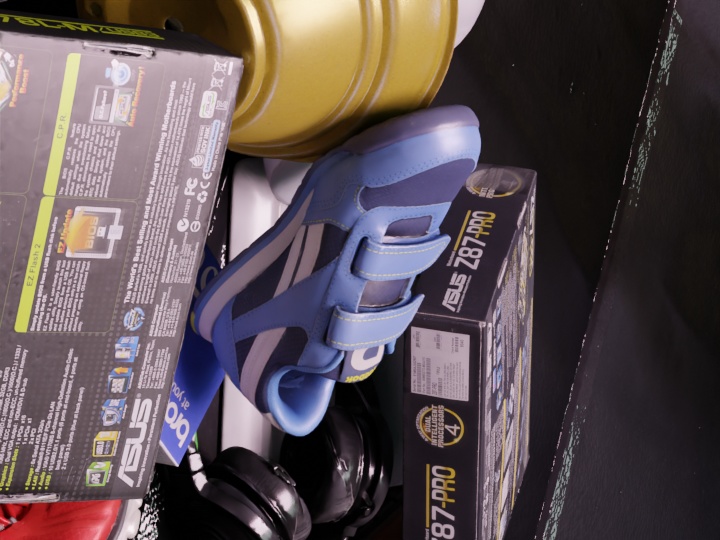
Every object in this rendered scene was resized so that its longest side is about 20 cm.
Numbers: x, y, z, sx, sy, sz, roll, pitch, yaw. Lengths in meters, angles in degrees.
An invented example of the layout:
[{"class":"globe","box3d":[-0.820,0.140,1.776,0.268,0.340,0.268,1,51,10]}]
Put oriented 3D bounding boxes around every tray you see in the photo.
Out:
[{"class":"tray","box3d":[-0.039,0.038,1.221,0.107,0.022,0.202,-9,103,-59]}]

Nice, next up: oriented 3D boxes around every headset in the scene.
[{"class":"headset","box3d":[-0.028,0.116,1.153,0.123,0.094,0.202,-23,101,-33]}]

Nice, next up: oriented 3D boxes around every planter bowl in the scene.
[{"class":"planter bowl","box3d":[-0.063,-0.120,0.961,0.083,0.199,0.202,-46,134,-48]}]

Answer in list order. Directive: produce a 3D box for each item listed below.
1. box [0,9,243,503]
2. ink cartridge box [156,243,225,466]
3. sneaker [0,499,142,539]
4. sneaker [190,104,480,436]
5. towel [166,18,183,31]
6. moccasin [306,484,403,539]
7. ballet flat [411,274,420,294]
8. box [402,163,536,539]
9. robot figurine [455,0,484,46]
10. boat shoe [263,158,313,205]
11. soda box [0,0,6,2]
[{"class":"box","box3d":[-0.153,-0.003,0.875,0.192,0.047,0.202,2,108,-35]},{"class":"ink cartridge box","box3d":[-0.123,-0.004,1.038,0.094,0.044,0.201,-64,145,-30]},{"class":"sneaker","box3d":[-0.165,0.128,0.966,0.201,0.076,0.085,-60,138,-36]},{"class":"sneaker","box3d":[0.000,0.000,1.017,0.074,0.200,0.083,-6,59,-41]},{"class":"towel","box3d":[-0.058,-0.166,1.130,0.200,0.036,0.149,54,49,-49]},{"class":"moccasin","box3d":[-0.014,0.199,1.229,0.078,0.073,0.202,53,45,-18]},{"class":"ballet flat","box3d":[0.032,-0.002,1.251,0.064,0.067,0.200,64,23,-15]},{"class":"box","box3d":[0.062,0.066,1.206,0.162,0.049,0.201,-63,156,-54]},{"class":"robot figurine","box3d":[0.010,-0.170,1.068,0.201,0.112,0.171,-81,161,-50]},{"class":"boat shoe","box3d":[-0.005,-0.076,1.136,0.068,0.071,0.200,67,20,10]},{"class":"soda box","box3d":[-0.188,-0.202,0.862,0.071,0.063,0.202,-25,118,-57]}]
